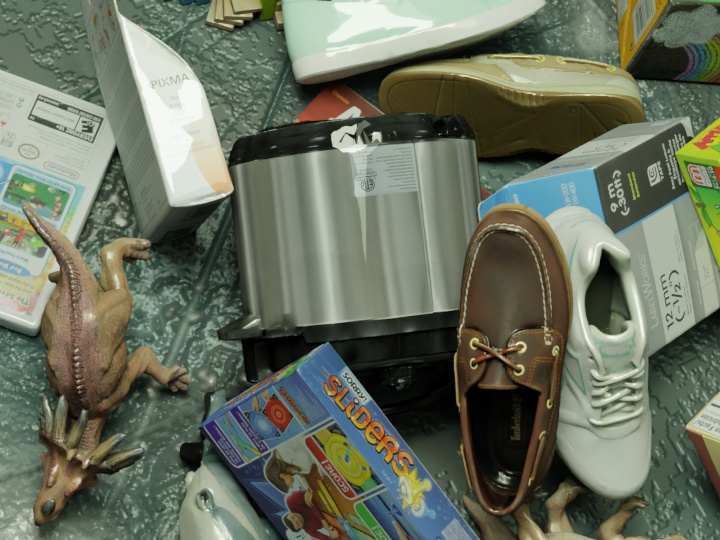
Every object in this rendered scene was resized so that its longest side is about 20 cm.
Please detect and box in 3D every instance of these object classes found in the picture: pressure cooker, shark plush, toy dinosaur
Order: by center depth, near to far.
[{"bbox_3d":[-0.181,0.058,1.204,0.086,0.200,0.136,-3,26,14],"label":"toy dinosaur"},{"bbox_3d":[0.000,0.000,1.242,0.176,0.179,0.200,-8,89,25],"label":"pressure cooker"},{"bbox_3d":[-0.083,0.179,1.242,0.083,0.091,0.200,3,43,-30],"label":"shark plush"},{"bbox_3d":[0.149,0.220,1.242,0.200,0.086,0.136,16,100,14],"label":"toy dinosaur"}]

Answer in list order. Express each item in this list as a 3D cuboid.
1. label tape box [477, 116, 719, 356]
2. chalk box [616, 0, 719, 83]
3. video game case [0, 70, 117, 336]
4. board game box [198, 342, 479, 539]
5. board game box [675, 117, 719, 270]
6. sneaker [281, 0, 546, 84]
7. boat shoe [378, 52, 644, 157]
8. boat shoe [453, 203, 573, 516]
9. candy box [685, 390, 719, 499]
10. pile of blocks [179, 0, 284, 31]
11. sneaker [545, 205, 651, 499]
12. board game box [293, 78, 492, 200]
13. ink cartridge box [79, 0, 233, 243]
[{"bbox_3d":[0.172,-0.011,1.276,0.200,0.066,0.144,-28,108,-48],"label":"label tape box"},{"bbox_3d":[0.312,-0.226,1.438,0.200,0.125,0.124,2,67,-11],"label":"chalk box"},{"bbox_3d":[-0.292,-0.066,1.313,0.200,0.024,0.182,20,65,-2],"label":"video game case"},{"bbox_3d":[-0.004,0.153,1.180,0.034,0.135,0.200,-40,95,-38],"label":"board game box"},{"bbox_3d":[0.308,-0.025,1.327,0.102,0.048,0.200,-37,117,-23],"label":"board game box"},{"bbox_3d":[0.036,-0.218,1.369,0.200,0.074,0.118,-13,89,-10],"label":"sneaker"},{"bbox_3d":[0.115,-0.130,1.393,0.200,0.074,0.066,8,37,5],"label":"boat shoe"},{"bbox_3d":[0.095,0.060,1.158,0.070,0.200,0.070,4,25,20],"label":"boat shoe"},{"bbox_3d":[0.328,0.092,1.300,0.200,0.055,0.116,-43,123,-21],"label":"candy box"},{"bbox_3d":[-0.113,-0.238,1.399,0.200,0.062,0.082,13,65,-4],"label":"pile of blocks"},{"bbox_3d":[0.156,0.062,1.199,0.070,0.080,0.201,-15,105,-11],"label":"sneaker"},{"bbox_3d":[0.028,-0.049,1.366,0.200,0.019,0.103,37,65,7],"label":"board game box"},{"bbox_3d":[-0.146,-0.128,1.268,0.050,0.162,0.200,-12,85,-15],"label":"ink cartridge box"}]
